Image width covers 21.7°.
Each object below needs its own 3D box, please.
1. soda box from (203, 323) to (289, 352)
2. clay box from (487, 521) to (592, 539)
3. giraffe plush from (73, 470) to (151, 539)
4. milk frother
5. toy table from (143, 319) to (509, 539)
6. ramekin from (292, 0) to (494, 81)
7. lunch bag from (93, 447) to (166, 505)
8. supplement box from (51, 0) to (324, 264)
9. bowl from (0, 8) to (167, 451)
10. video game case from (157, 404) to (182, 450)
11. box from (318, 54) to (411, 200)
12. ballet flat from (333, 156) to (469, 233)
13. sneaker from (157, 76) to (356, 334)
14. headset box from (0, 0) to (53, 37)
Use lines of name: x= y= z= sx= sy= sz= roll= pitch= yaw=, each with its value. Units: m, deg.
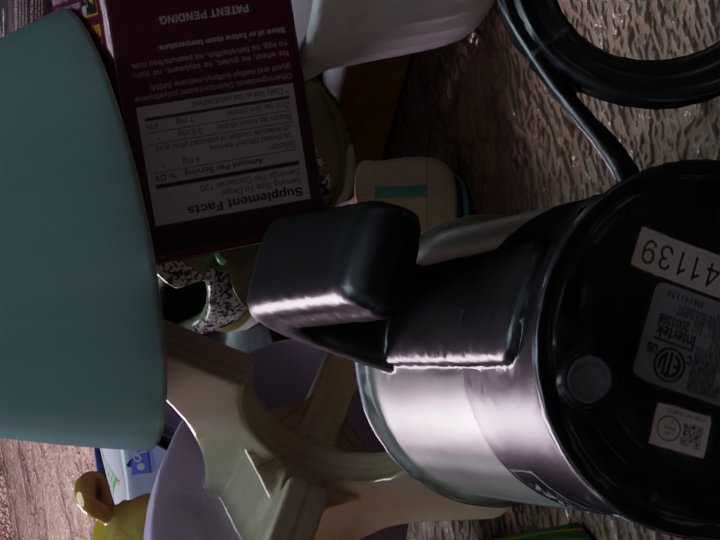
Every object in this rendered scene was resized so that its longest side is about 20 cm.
soda box: x=-0.071 y=0.031 z=1.112 sx=0.063 sy=0.071 sz=0.201 roll=-19 pitch=-89 yaw=-66
clay box: x=0.009 y=0.183 z=0.809 sx=0.048 sy=0.199 sz=0.115 roll=-128 pitch=35 yaw=-57
giraffe plush: x=-0.106 y=0.203 z=1.174 sx=0.162 sy=0.199 sz=0.173 roll=-116 pitch=23 yaw=-45
milk frother: x=0.078 y=-0.022 z=0.663 sx=0.200 sy=0.180 sz=0.188 roll=-57 pitch=13 yaw=-13
toy table: x=-0.027 y=0.091 z=0.895 sx=0.117 sy=0.183 sz=0.200 roll=118 pitch=162 yaw=-51
ramekin: x=-0.004 y=-0.189 z=0.857 sx=0.200 sy=0.097 sz=0.201 roll=171 pitch=90 yaw=-72
lunch bag: x=-0.135 y=0.117 z=1.363 sx=0.200 sy=0.123 sz=0.171 roll=100 pitch=159 yaw=-78
supplement box: x=-0.084 y=-0.110 z=0.833 sx=0.110 sy=0.085 sz=0.201 roll=-169 pitch=69 yaw=-70
bowl: x=-0.162 y=-0.009 z=0.825 sx=0.201 sy=0.105 sz=0.202 roll=169 pitch=90 yaw=-72
video game case: x=-0.104 y=0.047 z=1.139 sx=0.200 sy=0.019 sz=0.143 roll=39 pitch=-139 yaw=-48
box: x=-0.020 y=-0.107 z=1.038 sx=0.200 sy=0.041 sz=0.119 roll=104 pitch=152 yaw=-54
ballet flat: x=0.000 y=0.000 z=0.977 sx=0.200 sy=0.069 sz=0.070 roll=115 pitch=143 yaw=-60
sneaker: x=-0.065 y=-0.023 z=0.957 sx=0.077 sy=0.089 sz=0.200 roll=37 pitch=135 yaw=13
headset box: x=-0.137 y=-0.139 z=1.118 sx=0.149 sy=0.199 sz=0.077 roll=101 pitch=155 yaw=-43
